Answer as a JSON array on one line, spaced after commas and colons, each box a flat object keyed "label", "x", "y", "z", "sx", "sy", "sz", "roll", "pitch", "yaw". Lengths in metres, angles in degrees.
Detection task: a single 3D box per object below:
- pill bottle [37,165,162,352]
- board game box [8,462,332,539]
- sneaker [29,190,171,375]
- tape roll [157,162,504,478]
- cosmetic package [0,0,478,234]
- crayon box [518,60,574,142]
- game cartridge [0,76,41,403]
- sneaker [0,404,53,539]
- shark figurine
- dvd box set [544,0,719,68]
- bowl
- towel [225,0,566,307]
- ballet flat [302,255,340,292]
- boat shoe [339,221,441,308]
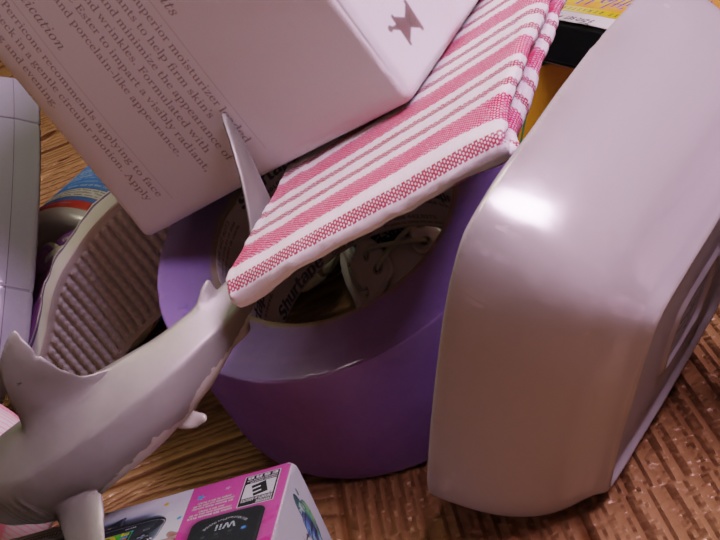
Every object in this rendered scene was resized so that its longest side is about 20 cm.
[{"label": "pill bottle", "x": -0.155, "y": -0.033, "z": 1.047, "sx": 0.111, "sy": 0.113, "sz": 0.200, "roll": -10, "pitch": 25, "yaw": 26}, {"label": "board game box", "x": -0.093, "y": 0.169, "z": 0.581, "sx": 0.146, "sy": 0.065, "sz": 0.201, "roll": -18, "pitch": 22, "yaw": 13}, {"label": "sneaker", "x": -0.160, "y": -0.006, "z": 0.875, "sx": 0.201, "sy": 0.072, "sz": 0.115, "roll": -53, "pitch": 34, "yaw": 32}, {"label": "tape roll", "x": 0.000, "y": 0.000, "z": 0.766, "sx": 0.198, "sy": 0.085, "sz": 0.202, "roll": -16, "pitch": 44, "yaw": 16}, {"label": "cosmetic package", "x": -0.058, "y": -0.154, "z": 0.721, "sx": 0.199, "sy": 0.165, "sz": 0.166, "roll": -22, "pitch": 24, "yaw": 41}, {"label": "crayon box", "x": 0.160, "y": -0.082, "z": 0.855, "sx": 0.198, "sy": 0.120, "sz": 0.058, "roll": -12, "pitch": 23, "yaw": 23}, {"label": "game cartridge", "x": -0.228, "y": -0.011, "z": 0.916, "sx": 0.133, "sy": 0.041, "sz": 0.202, "roll": -46, "pitch": 40, "yaw": 49}, {"label": "sneaker", "x": -0.228, "y": 0.143, "z": 0.774, "sx": 0.200, "sy": 0.104, "sz": 0.076, "roll": -44, "pitch": 40, "yaw": 24}, {"label": "shark figurine", "x": -0.107, "y": 0.038, "z": 0.641, "sx": 0.214, "sy": 0.089, "sz": 0.128, "roll": -45, "pitch": 28, "yaw": 2}, {"label": "dvd box set", "x": 0.191, "y": -0.164, "z": 0.814, "sx": 0.198, "sy": 0.030, "sz": 0.146, "roll": -27, "pitch": 22, "yaw": -14}, {"label": "bowl", "x": 0.110, "y": 0.001, "z": 0.631, "sx": 0.074, "sy": 0.201, "sz": 0.200, "roll": 26, "pitch": 53, "yaw": 18}, {"label": "towel", "x": 0.027, "y": -0.066, "z": 0.658, "sx": 0.145, "sy": 0.030, "sz": 0.201, "roll": -30, "pitch": 20, "yaw": 31}, {"label": "ballet flat", "x": -0.053, "y": -0.015, "z": 0.923, "sx": 0.067, "sy": 0.064, "sz": 0.200, "roll": -36, "pitch": -24, "yaw": 15}, {"label": "boat shoe", "x": 0.020, "y": 0.001, "z": 0.862, "sx": 0.073, "sy": 0.067, "sz": 0.200, "roll": -26, "pitch": 22, "yaw": -12}]
